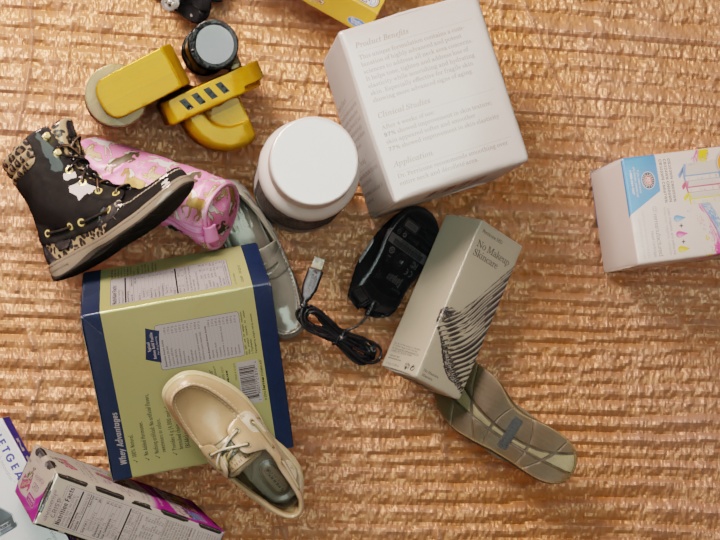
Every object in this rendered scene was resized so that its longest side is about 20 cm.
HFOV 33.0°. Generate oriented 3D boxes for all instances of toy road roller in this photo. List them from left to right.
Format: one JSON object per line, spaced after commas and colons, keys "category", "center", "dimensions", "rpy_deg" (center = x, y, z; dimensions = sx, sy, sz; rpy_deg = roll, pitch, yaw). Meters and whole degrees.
{"category": "toy road roller", "center": [-0.205, -0.191, 1.397], "dimensions": [0.199, 0.123, 0.146], "rpy_deg": [-26, 101, -9]}

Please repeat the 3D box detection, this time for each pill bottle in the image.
{"category": "pill bottle", "center": [-0.061, -0.107, 1.365], "dimensions": [0.113, 0.200, 0.114], "rpy_deg": [0, 86, -7]}

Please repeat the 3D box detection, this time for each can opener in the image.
{"category": "can opener", "center": [-0.253, -0.365, 1.439], "dimensions": [0.200, 0.079, 0.063], "rpy_deg": [33, 121, -1]}

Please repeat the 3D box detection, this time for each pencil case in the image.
{"category": "pencil case", "center": [-0.234, -0.088, 1.370], "dimensions": [0.199, 0.083, 0.087], "rpy_deg": [17, 82, 16]}

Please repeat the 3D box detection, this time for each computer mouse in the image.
{"category": "computer mouse", "center": [0.000, 0.000, 1.429], "dimensions": [0.140, 0.046, 0.201], "rpy_deg": [28, 88, -31]}

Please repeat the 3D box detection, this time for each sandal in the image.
{"category": "sandal", "center": [0.169, 0.182, 1.443], "dimensions": [0.200, 0.054, 0.080], "rpy_deg": [36, 87, 15]}

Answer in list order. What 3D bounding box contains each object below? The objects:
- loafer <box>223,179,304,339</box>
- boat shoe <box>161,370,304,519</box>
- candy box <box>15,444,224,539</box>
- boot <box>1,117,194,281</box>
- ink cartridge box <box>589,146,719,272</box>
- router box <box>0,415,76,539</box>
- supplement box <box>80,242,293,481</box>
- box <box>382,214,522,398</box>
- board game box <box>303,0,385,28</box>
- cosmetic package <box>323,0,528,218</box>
{"category": "loafer", "center": [-0.121, -0.012, 1.416], "dimensions": [0.070, 0.070, 0.201], "rpy_deg": [-28, 90, -8]}
{"category": "boat shoe", "center": [-0.127, 0.184, 1.270], "dimensions": [0.072, 0.065, 0.200], "rpy_deg": [-39, 113, 4]}
{"category": "candy box", "center": [-0.263, 0.262, 1.318], "dimensions": [0.199, 0.136, 0.061], "rpy_deg": [26, 84, -23]}
{"category": "boot", "center": [-0.288, -0.095, 1.307], "dimensions": [0.200, 0.073, 0.151], "rpy_deg": [-32, 86, 25]}
{"category": "ink cartridge box", "center": [0.397, -0.076, 1.459], "dimensions": [0.199, 0.125, 0.129], "rpy_deg": [-8, 87, -7]}
{"category": "router box", "center": [-0.432, 0.293, 1.364], "dimensions": [0.179, 0.049, 0.201], "rpy_deg": [-30, 90, -8]}
{"category": "supplement box", "center": [-0.191, 0.097, 1.335], "dimensions": [0.199, 0.134, 0.201], "rpy_deg": [-9, 111, -8]}
{"category": "box", "center": [0.108, 0.042, 1.427], "dimensions": [0.082, 0.068, 0.201], "rpy_deg": [28, 81, -36]}
{"category": "board game box", "center": [-0.049, -0.381, 1.432], "dimensions": [0.199, 0.040, 0.153], "rpy_deg": [28, 52, -5]}
{"category": "cosmetic package", "center": [0.070, -0.185, 1.405], "dimensions": [0.167, 0.166, 0.201], "rpy_deg": [-17, 89, -8]}
